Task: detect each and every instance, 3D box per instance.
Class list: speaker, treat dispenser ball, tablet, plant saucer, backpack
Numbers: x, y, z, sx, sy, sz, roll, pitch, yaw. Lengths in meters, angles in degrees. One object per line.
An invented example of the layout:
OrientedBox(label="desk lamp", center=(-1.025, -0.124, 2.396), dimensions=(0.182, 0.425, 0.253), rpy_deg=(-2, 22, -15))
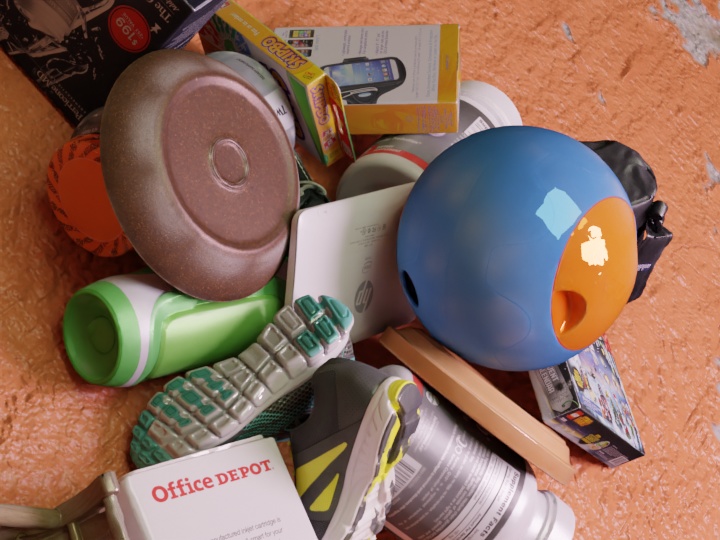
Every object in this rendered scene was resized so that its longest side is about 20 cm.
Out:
OrientedBox(label="speaker", center=(-0.132, 0.036, 1.306), dimensions=(0.199, 0.088, 0.089), rpy_deg=(-11, 69, -46))
OrientedBox(label="treat dispenser ball", center=(0.128, -0.019, 1.374), dimensions=(0.200, 0.201, 0.202), rpy_deg=(23, 49, -29))
OrientedBox(label="tablet", center=(0.000, 0.000, 1.384), dimensions=(0.200, 0.014, 0.131), rpy_deg=(-17, 118, -54))
OrientedBox(label="plant saucer", center=(0.102, 0.108, 1.412), dimensions=(0.200, 0.032, 0.200), rpy_deg=(37, 0, 0))
OrientedBox(label="plant saucer", center=(-0.110, -0.078, 1.273), dimensions=(0.200, 0.037, 0.202), rpy_deg=(19, 64, -43))
OrientedBox(label="backpack", center=(0.203, -0.036, 1.580), dimensions=(0.166, 0.200, 0.127), rpy_deg=(-7, 62, 4))

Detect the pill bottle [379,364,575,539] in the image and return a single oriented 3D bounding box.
OrientedBox(label="pill bottle", center=(0.071, 0.177, 1.366), dimensions=(0.200, 0.116, 0.116), rpy_deg=(38, 43, -16))

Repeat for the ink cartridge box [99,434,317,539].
OrientedBox(label="ink cartridge box", center=(-0.097, 0.236, 1.197), dimensions=(0.144, 0.084, 0.201), rpy_deg=(-10, 70, -45))

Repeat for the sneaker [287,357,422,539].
OrientedBox(label="sneaker", center=(-0.019, 0.152, 1.267), dimensions=(0.084, 0.201, 0.074), rpy_deg=(32, 24, 23))

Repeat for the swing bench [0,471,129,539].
OrientedBox(label="swing bench", center=(-0.231, 0.247, 1.041), dimensions=(0.199, 0.130, 0.200), rpy_deg=(3, 59, -47))

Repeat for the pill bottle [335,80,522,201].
OrientedBox(label="pill bottle", center=(0.070, -0.096, 1.560), dimensions=(0.114, 0.114, 0.200), rpy_deg=(48, 41, -4))

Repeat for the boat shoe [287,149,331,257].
OrientedBox(label="boat shoe", center=(-0.047, -0.041, 1.456), dimensions=(0.075, 0.060, 0.201), rpy_deg=(-4, 65, -44))

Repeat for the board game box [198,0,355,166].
OrientedBox(label="board game box", center=(-0.077, -0.167, 1.432), dimensions=(0.030, 0.096, 0.200), rpy_deg=(-37, 52, -19))

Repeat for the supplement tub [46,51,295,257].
OrientedBox(label="supplement tub", center=(-0.153, -0.093, 1.351), dimensions=(0.123, 0.122, 0.200), rpy_deg=(52, 41, 1))

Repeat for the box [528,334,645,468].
OrientedBox(label="box", center=(0.198, 0.093, 1.533), dimensions=(0.200, 0.040, 0.138), rpy_deg=(35, 35, -59))

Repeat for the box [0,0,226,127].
OrientedBox(label="box", center=(-0.221, -0.249, 1.356), dimensions=(0.200, 0.182, 0.104), rpy_deg=(47, 42, -4))

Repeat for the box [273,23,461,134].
OrientedBox(label="box", center=(-0.008, -0.175, 1.529), dimensions=(0.199, 0.042, 0.119), rpy_deg=(-2, 44, 7))

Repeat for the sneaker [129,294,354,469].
OrientedBox(label="sneaker", center=(-0.080, 0.107, 1.280), dimensions=(0.199, 0.091, 0.078), rpy_deg=(-31, 44, -13))
